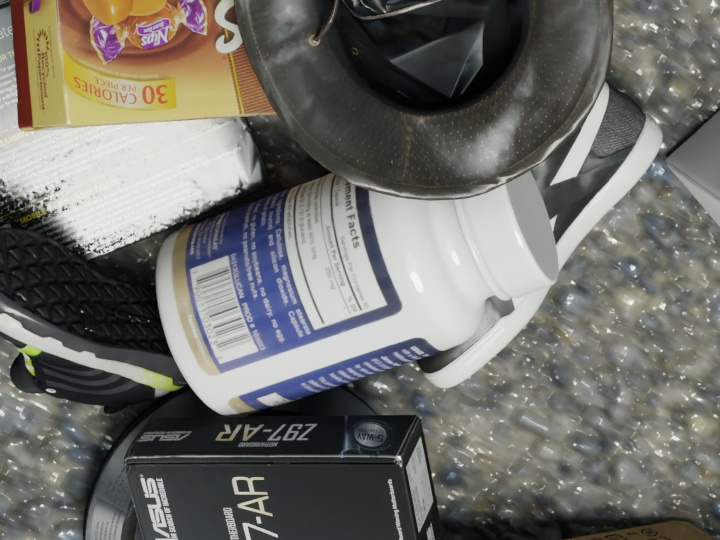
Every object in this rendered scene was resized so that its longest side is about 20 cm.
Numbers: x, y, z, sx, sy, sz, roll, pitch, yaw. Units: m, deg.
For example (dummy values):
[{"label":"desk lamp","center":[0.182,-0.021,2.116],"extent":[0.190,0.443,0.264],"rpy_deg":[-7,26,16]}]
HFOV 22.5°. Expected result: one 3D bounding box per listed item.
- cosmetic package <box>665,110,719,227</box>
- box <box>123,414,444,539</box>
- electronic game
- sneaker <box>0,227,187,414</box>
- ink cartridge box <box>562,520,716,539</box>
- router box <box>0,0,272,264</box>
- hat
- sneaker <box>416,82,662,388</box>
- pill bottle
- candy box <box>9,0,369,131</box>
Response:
[{"label":"cosmetic package","center":[0.325,-0.050,1.056],"extent":[0.199,0.123,0.200],"rpy_deg":[-42,110,4]},{"label":"box","center":[-0.031,0.175,0.997],"extent":[0.160,0.044,0.201],"rpy_deg":[-2,116,19]},{"label":"electronic game","center":[-0.067,0.150,1.087],"extent":[0.199,0.042,0.201],"rpy_deg":[-7,113,-16]},{"label":"sneaker","center":[-0.163,0.043,0.979],"extent":[0.083,0.072,0.200],"rpy_deg":[-34,149,17]},{"label":"ink cartridge box","center":[0.134,0.250,1.104],"extent":[0.199,0.075,0.165],"rpy_deg":[-4,109,-34]},{"label":"router box","center":[-0.167,-0.078,0.993],"extent":[0.199,0.051,0.150],"rpy_deg":[-22,108,-4]},{"label":"hat","center":[0.030,-0.136,0.925],"extent":[0.200,0.081,0.201],"rpy_deg":[0,95,-1]},{"label":"sneaker","center":[0.071,-0.040,1.045],"extent":[0.112,0.073,0.200],"rpy_deg":[39,88,-15]},{"label":"pill bottle","center":[0.000,0.000,0.978],"extent":[0.199,0.111,0.111],"rpy_deg":[-19,111,18]},{"label":"candy box","center":[-0.081,-0.136,0.935],"extent":[0.199,0.056,0.117],"rpy_deg":[-7,96,-37]}]
